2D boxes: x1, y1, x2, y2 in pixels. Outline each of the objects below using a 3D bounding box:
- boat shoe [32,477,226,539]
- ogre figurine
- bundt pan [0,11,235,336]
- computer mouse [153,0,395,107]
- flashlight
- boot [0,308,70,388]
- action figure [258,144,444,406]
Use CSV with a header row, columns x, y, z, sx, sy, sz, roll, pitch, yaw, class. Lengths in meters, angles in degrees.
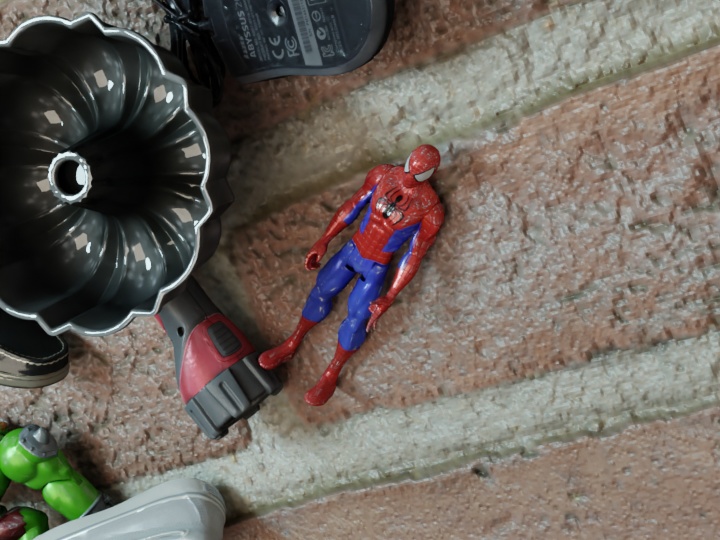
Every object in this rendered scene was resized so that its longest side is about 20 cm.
x,y,z,sx,sy,sz,roll,pitch,yaw,class
-0.184,0.223,1.143,0.199,0.069,0.072,-23,123,11,boat shoe
-0.281,0.178,1.200,0.199,0.098,0.120,0,115,34,ogre figurine
-0.166,-0.063,1.003,0.201,0.076,0.203,4,99,22,bundt pan
-0.049,-0.168,0.966,0.199,0.053,0.139,4,113,42,computer mouse
-0.136,0.020,1.079,0.068,0.068,0.200,-39,82,1,flashlight
-0.282,-0.018,1.143,0.200,0.073,0.151,34,122,21,boot
0.000,0.000,1.002,0.065,0.052,0.200,40,121,15,action figure
